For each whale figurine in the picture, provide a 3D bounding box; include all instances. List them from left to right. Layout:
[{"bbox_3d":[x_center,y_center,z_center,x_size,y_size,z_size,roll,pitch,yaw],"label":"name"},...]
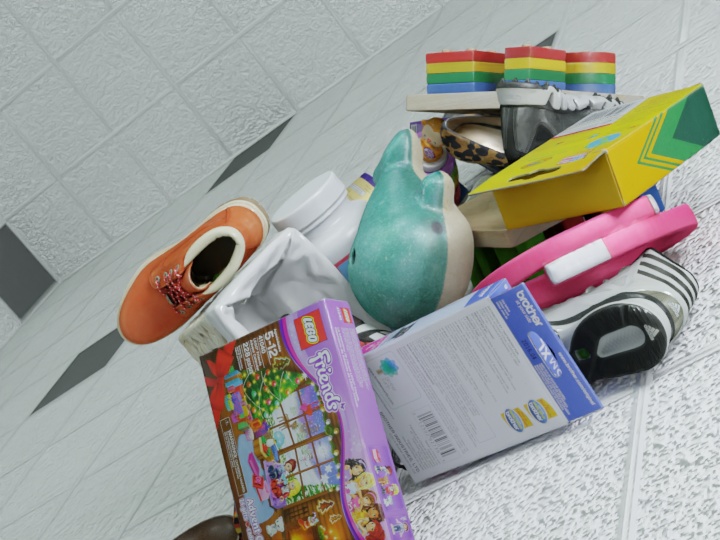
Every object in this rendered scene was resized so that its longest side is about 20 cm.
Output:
[{"bbox_3d":[0.033,-0.039,1.227,0.159,0.103,0.201,120,146,-50],"label":"whale figurine"}]

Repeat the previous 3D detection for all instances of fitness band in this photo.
[{"bbox_3d":[0.186,-0.008,1.094,0.199,0.038,0.144,-23,-12,-9],"label":"fitness band"}]

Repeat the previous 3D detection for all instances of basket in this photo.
[{"bbox_3d":[-0.066,0.083,1.303,0.136,0.200,0.123,-49,11,-35],"label":"basket"}]

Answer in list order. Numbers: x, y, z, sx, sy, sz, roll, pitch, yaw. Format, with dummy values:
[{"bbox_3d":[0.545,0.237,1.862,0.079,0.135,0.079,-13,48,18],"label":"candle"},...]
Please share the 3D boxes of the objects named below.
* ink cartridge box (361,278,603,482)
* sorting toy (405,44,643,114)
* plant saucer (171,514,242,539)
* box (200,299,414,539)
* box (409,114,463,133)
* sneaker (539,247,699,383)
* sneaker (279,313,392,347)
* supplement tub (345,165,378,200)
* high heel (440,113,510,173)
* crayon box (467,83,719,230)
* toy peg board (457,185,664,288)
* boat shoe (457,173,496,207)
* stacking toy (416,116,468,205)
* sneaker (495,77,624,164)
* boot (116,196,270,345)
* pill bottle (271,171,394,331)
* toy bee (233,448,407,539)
[{"bbox_3d":[0.089,0.086,1.041,0.199,0.120,0.042,-28,9,40],"label":"ink cartridge box"},{"bbox_3d":[0.189,-0.216,1.495,0.199,0.070,0.198,4,6,43],"label":"sorting toy"},{"bbox_3d":[-0.180,0.311,1.221,0.200,0.032,0.200,-36,15,11],"label":"plant saucer"},{"bbox_3d":[-0.047,0.141,1.056,0.136,0.201,0.039,-25,-18,28],"label":"box"},{"bbox_3d":[0.158,-0.173,1.664,0.136,0.039,0.200,-1,4,-17],"label":"box"},{"bbox_3d":[0.189,0.044,1.055,0.200,0.076,0.115,-18,13,48],"label":"sneaker"},{"bbox_3d":[-0.006,0.074,1.210,0.200,0.098,0.071,5,-56,-49],"label":"sneaker"},{"bbox_3d":[-0.009,-0.008,1.523,0.200,0.146,0.145,-40,14,-5],"label":"supplement tub"},{"bbox_3d":[0.191,-0.148,1.428,0.199,0.142,0.072,-11,70,35],"label":"high heel"},{"bbox_3d":[0.197,-0.090,1.101,0.126,0.051,0.200,-10,16,47],"label":"crayon box"},{"bbox_3d":[0.190,-0.039,1.269,0.198,0.098,0.200,-28,12,-19],"label":"toy peg board"},{"bbox_3d":[0.129,-0.049,1.435,0.061,0.072,0.201,-47,-5,34],"label":"boat shoe"},{"bbox_3d":[0.080,-0.126,1.587,0.110,0.116,0.200,-43,-12,-20],"label":"stacking toy"},{"bbox_3d":[0.191,-0.125,1.236,0.066,0.091,0.199,6,3,40],"label":"sneaker"},{"bbox_3d":[-0.179,0.011,1.305,0.200,0.075,0.107,-43,10,16],"label":"boot"},{"bbox_3d":[0.000,0.000,1.363,0.108,0.200,0.109,-37,14,11],"label":"pill bottle"},{"bbox_3d":[-0.056,0.165,1.159,0.200,0.109,0.131,-48,30,8],"label":"toy bee"}]
